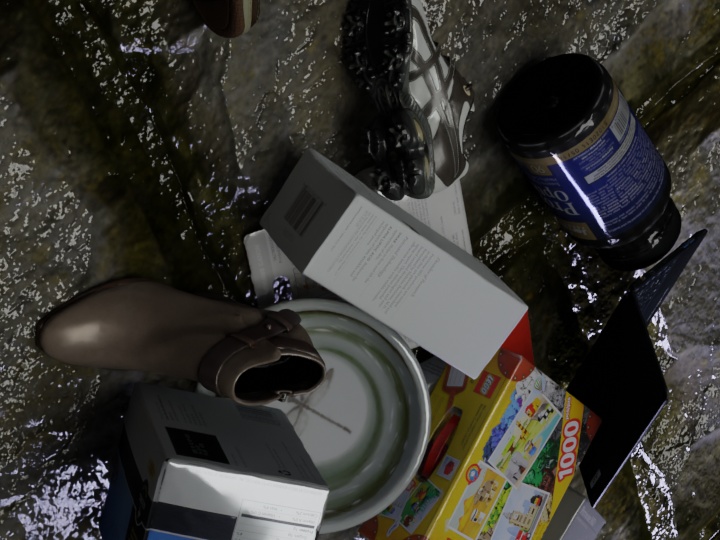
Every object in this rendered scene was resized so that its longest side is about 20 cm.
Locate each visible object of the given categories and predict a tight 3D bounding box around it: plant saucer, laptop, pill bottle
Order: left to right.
[{"bbox_3d":[-0.041,0.118,1.625,0.198,0.050,0.202,0,100,-3],"label":"plant saucer"},{"bbox_3d":[0.213,-0.092,1.751,0.112,0.112,0.200,-51,130,-13],"label":"pill bottle"},{"bbox_3d":[0.267,0.088,1.798,0.200,0.103,0.178,-34,159,-40],"label":"laptop"}]

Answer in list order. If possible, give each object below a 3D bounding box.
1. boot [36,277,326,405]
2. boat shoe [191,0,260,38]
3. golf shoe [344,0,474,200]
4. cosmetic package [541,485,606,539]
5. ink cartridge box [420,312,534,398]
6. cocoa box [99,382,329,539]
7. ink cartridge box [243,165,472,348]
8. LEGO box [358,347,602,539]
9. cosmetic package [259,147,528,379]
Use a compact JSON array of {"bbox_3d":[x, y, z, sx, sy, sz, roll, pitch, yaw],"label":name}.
[{"bbox_3d":[-0.130,0.061,1.496,0.199,0.146,0.071,-11,117,-33],"label":"boot"},{"bbox_3d":[-0.097,-0.278,1.451,0.075,0.074,0.204,-30,123,-35],"label":"boat shoe"},{"bbox_3d":[0.045,-0.161,1.600,0.094,0.077,0.202,-11,100,-40],"label":"golf shoe"},{"bbox_3d":[0.142,0.289,1.835,0.201,0.090,0.107,-56,155,-4],"label":"cosmetic package"},{"bbox_3d":[0.101,0.147,1.791,0.199,0.057,0.164,-23,120,-26],"label":"ink cartridge box"},{"bbox_3d":[-0.118,0.186,1.499,0.132,0.200,0.132,12,100,-16],"label":"cocoa box"},{"bbox_3d":[0.000,0.000,1.666,0.199,0.050,0.162,-18,119,-13],"label":"ink cartridge box"},{"bbox_3d":[0.109,0.181,1.730,0.149,0.077,0.201,36,79,-44],"label":"LEGO box"},{"bbox_3d":[0.028,-0.004,1.585,0.199,0.113,0.081,30,99,-33],"label":"cosmetic package"}]
